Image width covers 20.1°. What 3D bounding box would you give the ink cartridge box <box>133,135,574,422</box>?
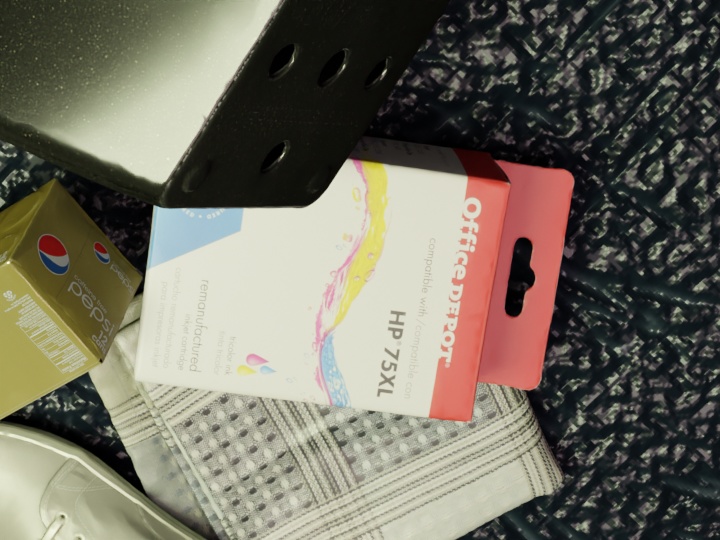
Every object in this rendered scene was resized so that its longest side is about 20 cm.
[{"bbox_3d":[0.000,0.000,0.945,0.198,0.067,0.117,7,103,-6],"label":"ink cartridge box"}]

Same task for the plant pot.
[{"bbox_3d":[-0.073,-0.131,0.796,0.177,0.200,0.200,40,107,19],"label":"plant pot"}]

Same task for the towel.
[{"bbox_3d":[-0.020,0.073,1.017,0.198,0.035,0.194,-24,114,4],"label":"towel"}]

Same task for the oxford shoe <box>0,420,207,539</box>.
[{"bbox_3d":[-0.138,0.138,1.005,0.199,0.058,0.075,32,121,-6],"label":"oxford shoe"}]

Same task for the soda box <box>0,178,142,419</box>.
[{"bbox_3d":[-0.197,0.039,0.926,0.199,0.068,0.064,-27,115,28],"label":"soda box"}]
